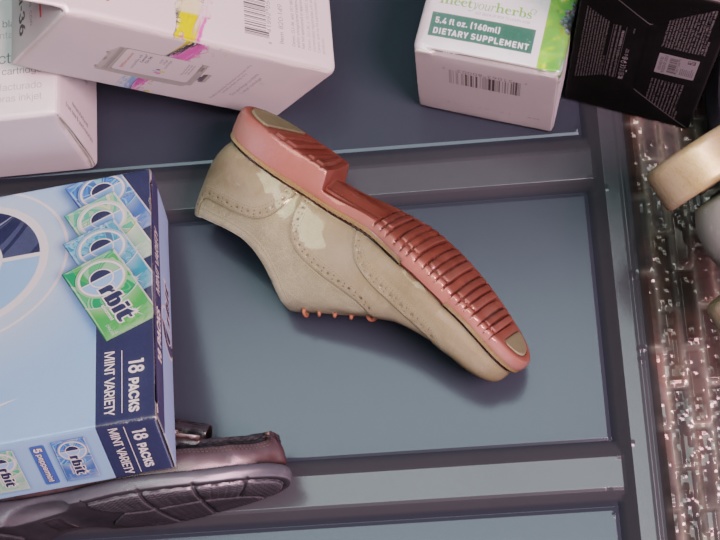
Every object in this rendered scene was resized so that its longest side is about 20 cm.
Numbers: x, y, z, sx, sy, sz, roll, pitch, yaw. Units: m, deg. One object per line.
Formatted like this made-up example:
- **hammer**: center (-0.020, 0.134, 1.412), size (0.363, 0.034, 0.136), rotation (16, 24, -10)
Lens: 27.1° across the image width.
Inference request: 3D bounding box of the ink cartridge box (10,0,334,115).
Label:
- **ink cartridge box**: center (-0.115, -0.160, 0.775), size (0.198, 0.067, 0.118), rotation (9, 68, -35)

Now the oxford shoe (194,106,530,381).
- **oxford shoe**: center (0.000, 0.000, 0.784), size (0.199, 0.071, 0.074), rotation (40, 105, 14)

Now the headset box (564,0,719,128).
- **headset box**: center (0.169, -0.199, 0.777), size (0.074, 0.149, 0.202), rotation (15, 76, 8)

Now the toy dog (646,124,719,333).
- **toy dog**: center (0.230, -0.053, 0.718), size (0.132, 0.096, 0.201), rotation (44, 61, -9)

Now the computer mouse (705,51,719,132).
- **computer mouse**: center (0.224, -0.139, 0.818), size (0.058, 0.034, 0.202), rotation (23, 68, -11)

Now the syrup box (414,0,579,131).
- **syrup box**: center (0.089, -0.188, 0.815), size (0.078, 0.082, 0.202), rotation (12, 76, 8)

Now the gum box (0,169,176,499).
- **gum box**: center (-0.195, 0.038, 0.755), size (0.197, 0.045, 0.171), rotation (-11, 46, 1)

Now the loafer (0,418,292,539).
- **loafer**: center (-0.135, 0.097, 0.755), size (0.197, 0.072, 0.064), rotation (-11, 68, 4)

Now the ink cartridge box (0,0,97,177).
- **ink cartridge box**: center (-0.227, -0.157, 0.831), size (0.144, 0.083, 0.203), rotation (-5, 73, 3)
